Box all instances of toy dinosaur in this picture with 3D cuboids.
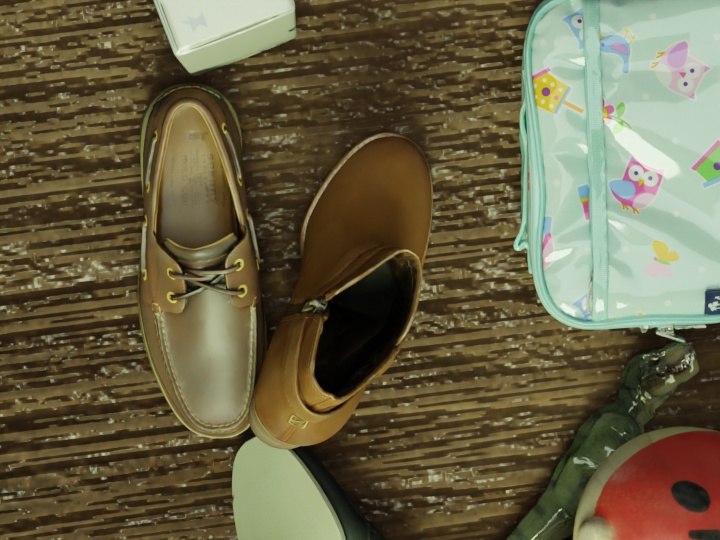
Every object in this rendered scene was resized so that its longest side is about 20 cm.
[{"bbox_3d":[0.137,0.134,1.606,0.088,0.047,0.200,41,88,0],"label":"toy dinosaur"}]

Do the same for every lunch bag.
[{"bbox_3d":[0.163,-0.060,1.584,0.160,0.077,0.201,-3,92,-2],"label":"lunch bag"}]

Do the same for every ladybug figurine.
[{"bbox_3d":[0.195,0.152,1.547,0.200,0.072,0.136,6,79,-44],"label":"ladybug figurine"}]

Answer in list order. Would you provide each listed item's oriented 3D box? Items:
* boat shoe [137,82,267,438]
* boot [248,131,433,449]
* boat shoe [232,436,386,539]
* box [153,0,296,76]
[{"bbox_3d":[-0.091,-0.004,1.582,0.072,0.068,0.201,-5,92,-2],"label":"boat shoe"},{"bbox_3d":[0.000,0.000,1.529,0.077,0.155,0.200,31,73,-4],"label":"boot"},{"bbox_3d":[-0.006,0.180,1.599,0.074,0.063,0.202,-37,79,38],"label":"boat shoe"},{"bbox_3d":[-0.077,-0.155,1.511,0.068,0.200,0.082,-20,93,-1],"label":"box"}]
